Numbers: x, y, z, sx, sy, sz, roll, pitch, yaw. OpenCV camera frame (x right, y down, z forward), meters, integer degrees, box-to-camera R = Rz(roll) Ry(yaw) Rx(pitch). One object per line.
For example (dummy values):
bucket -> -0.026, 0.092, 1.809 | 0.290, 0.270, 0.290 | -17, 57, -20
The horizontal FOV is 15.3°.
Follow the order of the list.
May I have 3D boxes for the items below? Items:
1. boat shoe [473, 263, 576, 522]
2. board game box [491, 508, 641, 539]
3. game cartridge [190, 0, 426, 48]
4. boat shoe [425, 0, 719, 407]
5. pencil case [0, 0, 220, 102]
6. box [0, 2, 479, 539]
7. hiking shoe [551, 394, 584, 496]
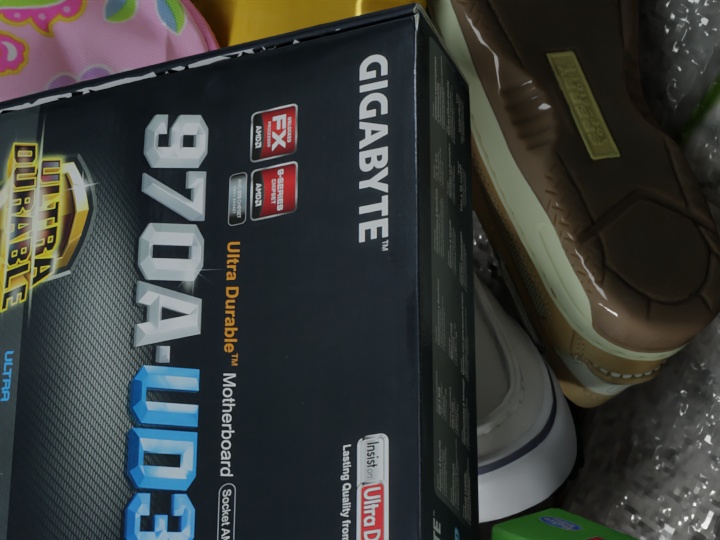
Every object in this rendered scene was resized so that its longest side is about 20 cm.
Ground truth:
boat shoe -> 0.000, 0.000, 0.811 | 0.200, 0.072, 0.066 | -124, 13, -51
board game box -> 0.083, 0.176, 0.681 | 0.134, 0.029, 0.201 | 16, 108, 42
game cartridge -> -0.011, -0.163, 0.850 | 0.176, 0.032, 0.201 | -157, 73, -66
boat shoe -> 0.047, -0.053, 0.821 | 0.076, 0.071, 0.201 | 126, 137, -53
pencil case -> -0.139, -0.037, 0.862 | 0.087, 0.200, 0.088 | 43, 158, 23
box -> -0.048, 0.035, 0.742 | 0.158, 0.046, 0.201 | -11, 57, 20
hiking shoe -> -0.017, 0.043, 0.866 | 0.199, 0.074, 0.087 | -8, 85, 39
